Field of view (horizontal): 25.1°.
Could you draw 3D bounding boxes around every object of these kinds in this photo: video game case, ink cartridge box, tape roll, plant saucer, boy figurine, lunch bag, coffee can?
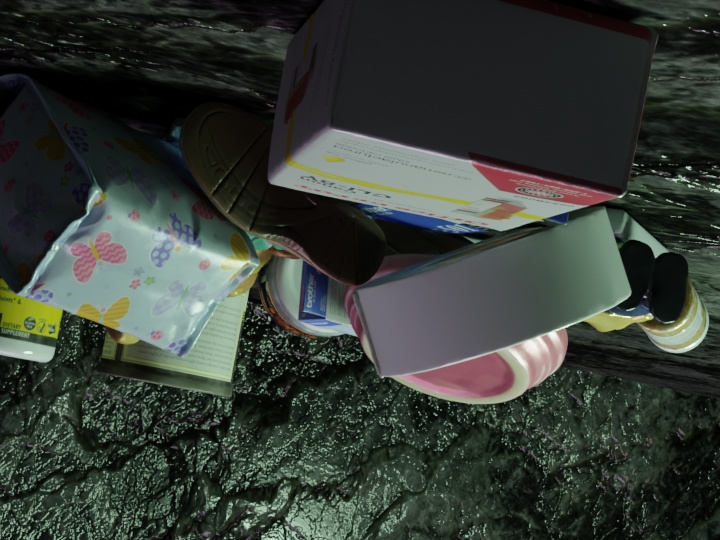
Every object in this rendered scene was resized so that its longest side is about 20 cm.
[{"bbox_3d":[0.161,-0.035,1.389,0.180,0.024,0.200,9,174,23],"label":"video game case"},{"bbox_3d":[0.000,0.000,1.522,0.042,0.121,0.199,-4,167,35],"label":"ink cartridge box"},{"bbox_3d":[0.098,0.016,1.210,0.200,0.072,0.202,-19,-177,1],"label":"tape roll"},{"bbox_3d":[0.078,0.059,1.401,0.198,0.051,0.201,14,152,7],"label":"plant saucer"},{"bbox_3d":[0.202,0.016,1.364,0.123,0.065,0.200,16,174,-16],"label":"boy figurine"},{"bbox_3d":[-0.195,-0.049,1.189,0.169,0.127,0.201,24,-157,-46],"label":"lunch bag"},{"bbox_3d":[0.041,-0.079,0.809,0.144,0.084,0.200,11,175,-10],"label":"ink cartridge box"},{"bbox_3d":[-0.190,0.023,1.721,0.145,0.202,0.146,11,175,1],"label":"coffee can"},{"bbox_3d":[0.065,-0.060,1.183,0.093,0.045,0.200,15,174,-22],"label":"ink cartridge box"}]

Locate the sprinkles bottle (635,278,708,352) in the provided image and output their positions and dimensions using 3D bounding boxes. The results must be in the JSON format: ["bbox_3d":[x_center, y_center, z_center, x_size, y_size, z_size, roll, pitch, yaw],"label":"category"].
[{"bbox_3d":[0.310,0.040,1.626,0.068,0.069,0.200,9,174,17],"label":"sprinkles bottle"}]

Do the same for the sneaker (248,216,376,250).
[{"bbox_3d":[-0.085,-0.063,1.304,0.198,0.088,0.075,-10,148,-2],"label":"sneaker"}]

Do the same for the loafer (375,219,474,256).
[{"bbox_3d":[0.046,-0.014,1.426,0.198,0.068,0.076,25,178,7],"label":"loafer"}]

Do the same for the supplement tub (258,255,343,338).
[{"bbox_3d":[-0.045,0.011,1.731,0.121,0.124,0.200,11,175,-8],"label":"supplement tub"}]

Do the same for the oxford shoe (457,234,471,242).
[{"bbox_3d":[0.141,0.010,1.540,0.198,0.072,0.071,2,156,-6],"label":"oxford shoe"}]

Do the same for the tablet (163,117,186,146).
[{"bbox_3d":[-0.094,-0.095,1.302,0.129,0.014,0.200,11,176,-11],"label":"tablet"}]

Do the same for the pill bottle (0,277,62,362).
[{"bbox_3d":[-0.351,-0.014,1.655,0.111,0.202,0.112,10,175,1],"label":"pill bottle"}]

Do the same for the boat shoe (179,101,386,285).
[{"bbox_3d":[-0.065,-0.057,1.194,0.199,0.073,0.065,36,175,-36],"label":"boat shoe"}]

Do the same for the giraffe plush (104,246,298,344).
[{"bbox_3d":[-0.150,-0.032,1.493,0.161,0.174,0.200,2,148,-33],"label":"giraffe plush"}]
